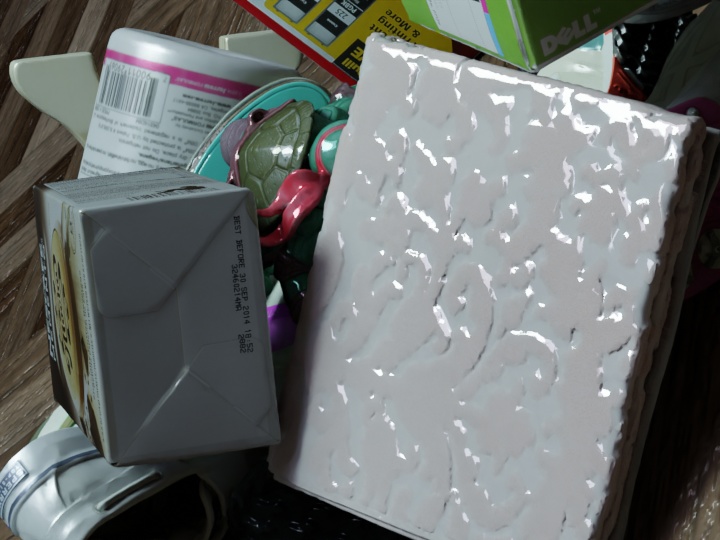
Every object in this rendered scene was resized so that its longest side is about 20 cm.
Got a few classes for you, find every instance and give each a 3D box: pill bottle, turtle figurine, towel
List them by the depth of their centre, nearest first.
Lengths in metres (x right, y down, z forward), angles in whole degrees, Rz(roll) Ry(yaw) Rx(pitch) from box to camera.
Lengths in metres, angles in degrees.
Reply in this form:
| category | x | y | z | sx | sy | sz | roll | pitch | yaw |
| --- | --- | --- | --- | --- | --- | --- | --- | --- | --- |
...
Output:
| category | x | y | z | sx | sy | sz | roll | pitch | yaw |
| --- | --- | --- | --- | --- | --- | --- | --- | --- | --- |
| towel | 0.050 | 0.015 | 1.024 | 0.191 | 0.032 | 0.201 | 18 | 96 | 42 |
| turtle figurine | -0.017 | -0.040 | 1.181 | 0.150 | 0.101 | 0.200 | -61 | 20 | -16 |
| pill bottle | -0.107 | -0.028 | 1.399 | 0.113 | 0.113 | 0.201 | -149 | 72 | -70 |

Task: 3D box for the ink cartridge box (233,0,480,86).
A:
| category | x | y | z | sx | sy | sz | roll | pitch | yaw |
| --- | --- | --- | --- | --- | --- | --- | --- | --- | --- |
| ink cartridge box | -0.017 | -0.189 | 1.434 | 0.176 | 0.200 | 0.084 | -43 | 24 | 29 |

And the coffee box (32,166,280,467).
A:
| category | x | y | z | sx | sy | sz | roll | pitch | yaw |
| --- | --- | --- | --- | --- | --- | --- | --- | --- | --- |
| coffee box | -0.098 | 0.016 | 1.143 | 0.200 | 0.079 | 0.114 | -161 | 64 | -76 |

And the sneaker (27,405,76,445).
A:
| category | x | y | z | sx | sy | sz | roll | pitch | yaw |
| --- | --- | --- | --- | --- | --- | --- | --- | --- | --- |
| sneaker | -0.128 | 0.068 | 1.497 | 0.088 | 0.077 | 0.201 | -4 | 59 | 50 |

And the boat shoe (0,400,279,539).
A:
| category | x | y | z | sx | sy | sz | roll | pitch | yaw |
| --- | --- | --- | --- | --- | --- | --- | --- | --- | --- |
| boat shoe | -0.092 | 0.111 | 1.215 | 0.200 | 0.065 | 0.074 | -12 | -42 | -49 |

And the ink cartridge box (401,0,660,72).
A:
| category | x | y | z | sx | sy | sz | roll | pitch | yaw |
| --- | --- | --- | --- | --- | --- | --- | --- | --- | --- |
| ink cartridge box | 0.117 | -0.142 | 1.004 | 0.148 | 0.076 | 0.200 | -30 | 31 | -19 |

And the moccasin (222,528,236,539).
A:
| category | x | y | z | sx | sy | sz | roll | pitch | yaw |
| --- | --- | --- | --- | --- | --- | --- | --- | --- | --- |
| moccasin | -0.115 | 0.134 | 1.342 | 0.081 | 0.068 | 0.200 | -55 | 22 | -1 |

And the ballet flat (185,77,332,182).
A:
| category | x | y | z | sx | sy | sz | roll | pitch | yaw |
| --- | --- | --- | --- | --- | --- | --- | --- | --- | --- |
| ballet flat | -0.077 | -0.012 | 1.302 | 0.200 | 0.067 | 0.064 | -61 | 3 | -14 |

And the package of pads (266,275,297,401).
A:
| category | x | y | z | sx | sy | sz | roll | pitch | yaw |
| --- | --- | --- | --- | --- | --- | --- | --- | --- | --- |
| package of pads | 0.000 | 0.000 | 1.295 | 0.200 | 0.068 | 0.155 | -14 | 45 | 60 |

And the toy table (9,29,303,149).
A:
| category | x | y | z | sx | sy | sz | roll | pitch | yaw |
| --- | --- | --- | --- | --- | --- | --- | --- | --- | --- |
| toy table | -0.123 | -0.084 | 1.547 | 0.200 | 0.183 | 0.118 | 10 | 108 | 61 |

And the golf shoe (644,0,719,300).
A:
| category | x | y | z | sx | sy | sz | roll | pitch | yaw |
| --- | --- | --- | --- | --- | --- | --- | --- | --- | --- |
| golf shoe | 0.152 | -0.060 | 1.060 | 0.200 | 0.075 | 0.091 | -51 | 11 | -11 |

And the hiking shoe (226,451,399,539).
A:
| category | x | y | z | sx | sy | sz | roll | pitch | yaw |
| --- | --- | --- | --- | --- | --- | --- | --- | --- | --- |
| hiking shoe | 0.015 | 0.085 | 1.157 | 0.200 | 0.074 | 0.087 | -39 | -1 | 43 |

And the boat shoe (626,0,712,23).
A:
| category | x | y | z | sx | sy | sz | roll | pitch | yaw |
| --- | --- | --- | --- | --- | --- | --- | --- | --- | --- |
| boat shoe | 0.174 | -0.181 | 1.174 | 0.200 | 0.074 | 0.067 | -40 | 6 | -18 |

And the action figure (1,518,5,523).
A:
| category | x | y | z | sx | sy | sz | roll | pitch | yaw |
| --- | --- | --- | --- | --- | --- | --- | --- | --- | --- |
| action figure | -0.202 | 0.178 | 1.440 | 0.065 | 0.099 | 0.200 | -57 | 18 | -7 |

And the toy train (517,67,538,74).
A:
| category | x | y | z | sx | sy | sz | roll | pitch | yaw |
| --- | --- | --- | --- | --- | --- | --- | --- | --- | --- |
| toy train | 0.059 | -0.079 | 1.328 | 0.200 | 0.034 | 0.046 | -18 | 36 | 58 |

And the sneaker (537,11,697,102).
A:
| category | x | y | z | sx | sy | sz | roll | pitch | yaw |
| --- | --- | --- | --- | --- | --- | --- | --- | --- | --- |
| sneaker | 0.103 | -0.047 | 1.149 | 0.093 | 0.070 | 0.200 | -44 | 19 | 45 |
